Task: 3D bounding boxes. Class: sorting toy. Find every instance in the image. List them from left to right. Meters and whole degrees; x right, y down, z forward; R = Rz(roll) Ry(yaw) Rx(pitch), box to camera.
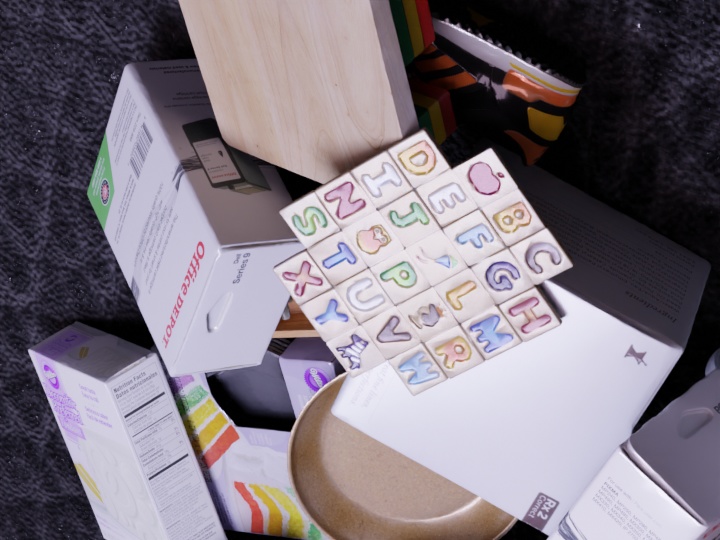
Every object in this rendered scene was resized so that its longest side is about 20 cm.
[{"bbox_3d":[-0.028,-0.158,1.605,0.198,0.070,0.201,23,143,36],"label":"sorting toy"}]

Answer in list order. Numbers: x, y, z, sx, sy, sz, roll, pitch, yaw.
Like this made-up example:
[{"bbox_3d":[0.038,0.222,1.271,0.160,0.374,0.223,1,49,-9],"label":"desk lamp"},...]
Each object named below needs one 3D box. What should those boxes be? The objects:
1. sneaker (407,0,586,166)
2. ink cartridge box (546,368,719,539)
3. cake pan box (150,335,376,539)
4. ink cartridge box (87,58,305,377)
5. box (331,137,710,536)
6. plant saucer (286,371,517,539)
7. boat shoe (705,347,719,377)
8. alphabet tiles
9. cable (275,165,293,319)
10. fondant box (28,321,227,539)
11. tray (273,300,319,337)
[{"bbox_3d":[0.056,-0.145,1.631,0.199,0.070,0.090,28,114,10],"label":"sneaker"},{"bbox_3d":[0.201,0.182,1.626,0.084,0.145,0.200,43,131,15],"label":"ink cartridge box"},{"bbox_3d":[-0.069,0.134,1.930,0.183,0.052,0.201,3,123,28],"label":"cake pan box"},{"bbox_3d":[-0.126,-0.041,1.753,0.200,0.084,0.146,62,144,34],"label":"ink cartridge box"},{"bbox_3d":[0.116,0.050,1.669,0.199,0.131,0.199,29,124,1],"label":"box"},{"bbox_3d":[0.041,0.147,1.843,0.199,0.036,0.201,2,120,3],"label":"plant saucer"},{"bbox_3d":[0.318,0.144,1.678,0.200,0.071,0.091,38,134,3],"label":"boat shoe"},{"bbox_3d":[0.041,-0.003,1.584,0.199,0.006,0.167,-28,104,31],"label":"alphabet tiles"},{"bbox_3d":[-0.065,-0.057,1.780,0.097,0.050,0.201,-9,87,52],"label":"cable"},{"bbox_3d":[-0.199,0.154,1.982,0.144,0.058,0.201,17,130,54],"label":"fondant box"},{"bbox_3d":[0.000,0.000,1.803,0.199,0.037,0.099,-2,120,34],"label":"tray"}]
